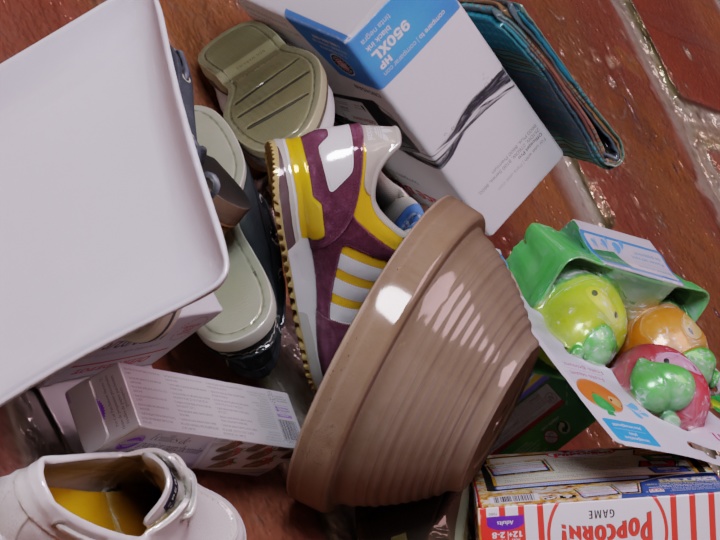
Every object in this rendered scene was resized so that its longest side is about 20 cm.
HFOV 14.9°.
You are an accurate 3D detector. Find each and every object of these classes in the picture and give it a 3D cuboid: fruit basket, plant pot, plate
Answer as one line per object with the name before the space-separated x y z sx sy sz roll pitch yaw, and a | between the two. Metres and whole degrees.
fruit basket | 0.176 0.053 1.695 0.185 0.094 0.200 15 22 -39
plant pot | 0.044 0.064 1.618 0.092 0.202 0.201 27 26 10
plate | -0.164 -0.026 1.433 0.032 0.199 0.200 39 27 -52

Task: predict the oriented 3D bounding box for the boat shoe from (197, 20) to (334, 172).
boat shoe | -0.050 -0.100 1.769 0.069 0.074 0.200 59 1 -26

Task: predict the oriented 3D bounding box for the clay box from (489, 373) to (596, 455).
clay box | 0.136 0.066 1.869 0.048 0.115 0.200 45 28 -7

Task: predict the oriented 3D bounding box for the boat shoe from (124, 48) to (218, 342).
boat shoe | -0.115 -0.051 1.490 0.062 0.074 0.201 25 45 -45

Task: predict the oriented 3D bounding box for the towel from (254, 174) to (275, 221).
towel | 0.012 -0.002 1.845 0.200 0.034 0.133 50 30 -5

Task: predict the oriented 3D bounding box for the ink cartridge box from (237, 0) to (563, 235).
ink cartridge box | 0.027 -0.131 1.843 0.144 0.084 0.200 29 -18 51

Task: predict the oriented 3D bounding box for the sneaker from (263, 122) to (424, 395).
sneaker | 0.000 0.000 1.655 0.075 0.090 0.201 -100 179 -48

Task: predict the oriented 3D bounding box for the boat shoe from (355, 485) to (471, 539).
boat shoe | 0.038 0.180 1.658 0.201 0.071 0.076 -84 156 -52

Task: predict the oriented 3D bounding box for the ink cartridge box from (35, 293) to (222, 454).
ink cartridge box | -0.156 -0.005 1.550 0.115 0.068 0.201 -11 68 -59

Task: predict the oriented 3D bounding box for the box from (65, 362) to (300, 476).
box | -0.094 0.085 1.538 0.200 0.039 0.042 14 50 -64

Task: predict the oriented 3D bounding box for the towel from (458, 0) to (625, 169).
towel | 0.088 -0.133 1.887 0.147 0.022 0.200 51 -17 -26

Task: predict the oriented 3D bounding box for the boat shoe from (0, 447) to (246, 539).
boat shoe | -0.118 0.128 1.457 0.199 0.070 0.071 14 46 -50

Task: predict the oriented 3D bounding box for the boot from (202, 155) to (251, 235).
boot | -0.144 -0.070 1.656 0.073 0.076 0.200 22 22 -45

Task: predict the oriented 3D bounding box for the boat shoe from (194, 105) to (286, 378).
boat shoe | -0.085 -0.015 1.678 0.200 0.074 0.066 64 0 41

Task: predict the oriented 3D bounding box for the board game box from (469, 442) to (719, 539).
board game box | 0.142 0.144 1.682 0.200 0.150 0.047 -84 170 -85
